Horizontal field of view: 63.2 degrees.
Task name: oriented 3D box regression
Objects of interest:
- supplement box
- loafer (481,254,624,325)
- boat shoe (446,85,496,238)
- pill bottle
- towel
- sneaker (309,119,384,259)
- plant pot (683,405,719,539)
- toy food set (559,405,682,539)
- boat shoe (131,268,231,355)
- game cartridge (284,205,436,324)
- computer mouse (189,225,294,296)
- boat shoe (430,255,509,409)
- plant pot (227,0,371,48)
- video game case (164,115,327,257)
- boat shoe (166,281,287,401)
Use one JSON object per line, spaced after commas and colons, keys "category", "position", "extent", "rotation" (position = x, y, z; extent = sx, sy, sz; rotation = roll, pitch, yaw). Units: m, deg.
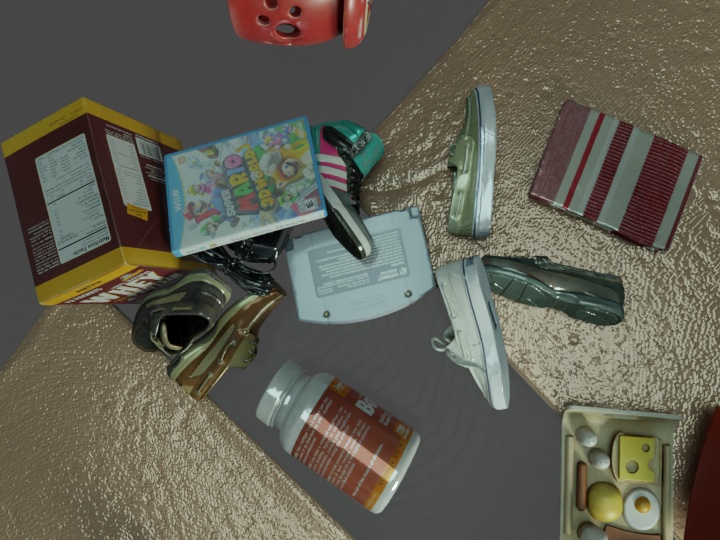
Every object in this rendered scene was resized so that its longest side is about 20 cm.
{"category": "supplement box", "position": [-0.314, -0.074, 0.758], "extent": [0.130, 0.197, 0.205], "rotation": [-20, 82, 15]}
{"category": "loafer", "position": [0.248, 0.013, 0.767], "extent": [0.195, 0.072, 0.064], "rotation": [19, 67, 3]}
{"category": "boat shoe", "position": [0.147, -0.146, 0.786], "extent": [0.060, 0.072, 0.207], "rotation": [2, 87, 4]}
{"category": "pill bottle", "position": [-0.031, 0.204, 0.748], "extent": [0.197, 0.112, 0.114], "rotation": [32, 88, 8]}
{"category": "towel", "position": [0.341, -0.127, 0.788], "extent": [0.196, 0.023, 0.147], "rotation": [24, 85, 7]}
{"category": "sneaker", "position": [-0.010, -0.123, 0.784], "extent": [0.119, 0.084, 0.202], "rotation": [-30, 75, -12]}
{"category": "plant pot", "position": [0.477, 0.300, 0.634], "extent": [0.196, 0.200, 0.179], "rotation": [28, 96, -3]}
{"category": "toy food set", "position": [0.325, 0.276, 0.727], "extent": [0.139, 0.060, 0.206], "rotation": [3, 85, 7]}
{"category": "boat shoe", "position": [-0.249, 0.067, 0.767], "extent": [0.074, 0.074, 0.198], "rotation": [38, 130, -25]}
{"category": "game cartridge", "position": [0.000, 0.000, 0.806], "extent": [0.194, 0.042, 0.137], "rotation": [-13, 87, 5]}
{"category": "computer mouse", "position": [-0.141, -0.065, 0.796], "extent": [0.136, 0.053, 0.203], "rotation": [29, 61, 0]}
{"category": "boat shoe", "position": [0.134, 0.087, 0.752], "extent": [0.084, 0.075, 0.207], "rotation": [-11, 109, 24]}
{"category": "plant pot", "position": [-0.069, -0.404, 0.778], "extent": [0.177, 0.200, 0.207], "rotation": [7, 85, -1]}
{"category": "video game case", "position": [-0.149, -0.108, 0.739], "extent": [0.194, 0.018, 0.147], "rotation": [-15, 67, 3]}
{"category": "boat shoe", "position": [-0.172, 0.099, 0.801], "extent": [0.199, 0.076, 0.074], "rotation": [-41, 86, 9]}
